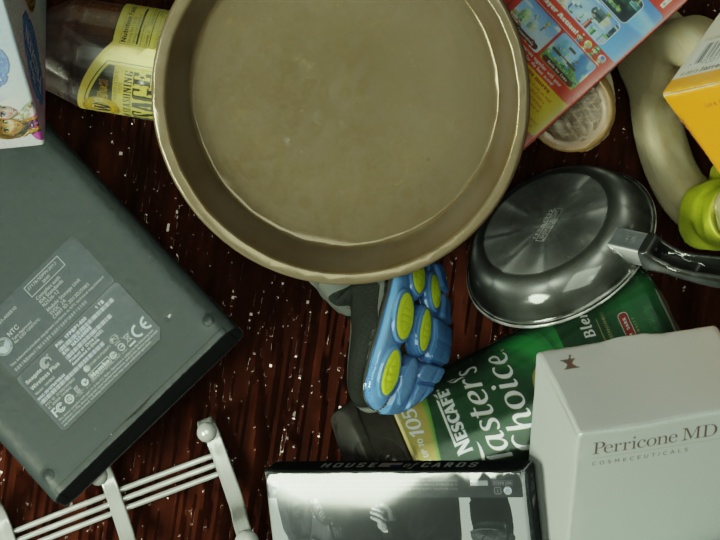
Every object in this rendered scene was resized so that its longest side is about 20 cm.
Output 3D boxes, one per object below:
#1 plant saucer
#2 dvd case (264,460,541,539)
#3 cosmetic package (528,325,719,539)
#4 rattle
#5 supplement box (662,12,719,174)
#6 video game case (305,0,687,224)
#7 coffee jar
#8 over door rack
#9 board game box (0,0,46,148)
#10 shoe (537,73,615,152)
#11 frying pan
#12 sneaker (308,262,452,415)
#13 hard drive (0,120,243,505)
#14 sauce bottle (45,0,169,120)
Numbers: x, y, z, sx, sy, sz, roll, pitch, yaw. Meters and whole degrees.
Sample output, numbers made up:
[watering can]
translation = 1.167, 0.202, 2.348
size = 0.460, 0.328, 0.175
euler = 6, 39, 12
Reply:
[plant saucer]
translation = -0.010, -0.092, 1.523
size = 0.200, 0.029, 0.200
euler = 1, 103, 5
[dvd case]
translation = 0.030, 0.201, 1.560
size = 0.150, 0.025, 0.200
euler = -2, 103, 21
[cosmetic package]
translation = 0.145, 0.132, 1.542
size = 0.101, 0.071, 0.200
euler = -8, 129, -12
[rattle]
translation = 0.211, -0.119, 1.609
size = 0.143, 0.130, 0.200
euler = -21, 65, -6
[supplement box]
translation = 0.258, -0.113, 1.522
size = 0.126, 0.073, 0.200
euler = 53, 53, -21
[video game case]
translation = 0.058, -0.134, 1.531
size = 0.200, 0.017, 0.143
euler = -42, 93, 18
[coffee jar]
translation = 0.088, 0.083, 1.601
size = 0.200, 0.085, 0.104
euler = -25, 75, 2
[over door rack]
translation = -0.114, 0.200, 1.621
size = 0.148, 0.067, 0.200
euler = -21, 87, 3
[board game box]
translation = -0.201, -0.201, 1.534
size = 0.041, 0.200, 0.200
euler = -5, 58, 2
[shoe]
translation = 0.072, -0.152, 1.563
size = 0.070, 0.053, 0.200
euler = -31, 95, 22
[frying pan]
translation = 0.127, -0.002, 1.572
size = 0.115, 0.190, 0.031
euler = -42, 129, -9
[sneaker]
translation = 0.000, 0.000, 1.594
size = 0.083, 0.071, 0.200
euler = -20, 52, 16
[hard drive]
translation = -0.182, 0.012, 1.624
size = 0.140, 0.033, 0.200
euler = -44, 74, 1
[sauce bottle]
translation = -0.132, -0.118, 1.633
size = 0.200, 0.066, 0.066
euler = 9, 89, 5
